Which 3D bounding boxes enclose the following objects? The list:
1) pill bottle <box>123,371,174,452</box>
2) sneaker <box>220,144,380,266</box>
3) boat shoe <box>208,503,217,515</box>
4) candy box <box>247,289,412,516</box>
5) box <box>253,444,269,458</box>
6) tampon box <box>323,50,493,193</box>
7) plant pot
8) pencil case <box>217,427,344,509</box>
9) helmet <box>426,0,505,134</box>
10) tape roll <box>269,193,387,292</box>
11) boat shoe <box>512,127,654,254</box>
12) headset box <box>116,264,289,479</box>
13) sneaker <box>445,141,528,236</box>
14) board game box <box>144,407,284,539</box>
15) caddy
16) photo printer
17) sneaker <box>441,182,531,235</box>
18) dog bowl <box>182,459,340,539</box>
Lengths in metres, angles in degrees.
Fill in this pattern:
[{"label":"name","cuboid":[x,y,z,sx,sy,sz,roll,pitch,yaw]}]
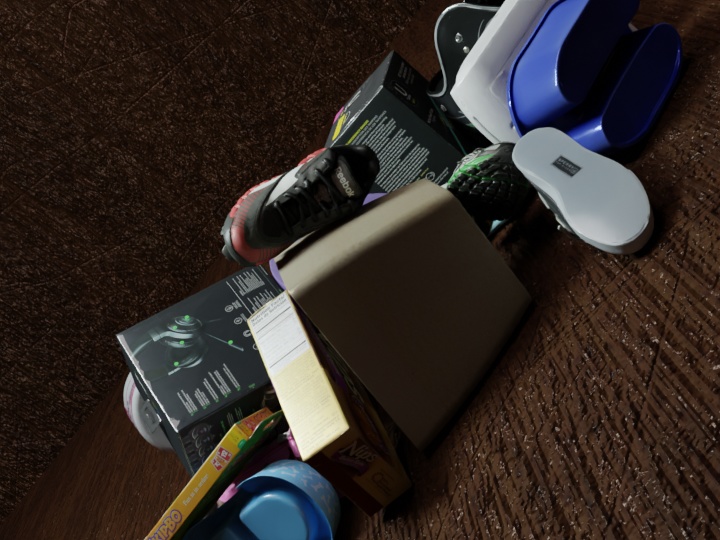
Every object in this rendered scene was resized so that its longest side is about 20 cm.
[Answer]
[{"label":"pill bottle","cuboid":[-0.235,0.158,1.482,0.114,0.113,0.200,-54,11,-10]},{"label":"sneaker","cuboid":[-0.054,-0.072,1.200,0.200,0.071,0.097,-37,12,-36]},{"label":"boat shoe","cuboid":[-0.182,0.295,1.483,0.072,0.075,0.200,-49,11,22]},{"label":"candy box","cuboid":[-0.032,0.123,1.133,0.056,0.117,0.201,-36,41,8]},{"label":"box","cuboid":[-0.096,0.149,1.504,0.201,0.104,0.182,-54,11,-9]},{"label":"tampon box","cuboid":[0.069,-0.152,1.531,0.126,0.199,0.150,-45,13,24]},{"label":"plant pot","cuboid":[0.048,0.021,1.175,0.177,0.200,0.200,-40,13,0]},{"label":"pencil case","cuboid":[-0.081,0.222,1.266,0.200,0.093,0.092,-43,32,41]},{"label":"helmet","cuboid":[0.177,-0.260,1.465,0.201,0.197,0.193,-68,-22,-53]},{"label":"tape roll","cuboid":[0.000,0.000,1.382,0.198,0.086,0.201,-12,33,8]},{"label":"boat shoe","cuboid":[0.206,-0.060,1.084,0.073,0.068,0.199,-41,36,-4]},{"label":"headset box","cuboid":[-0.149,0.111,1.306,0.199,0.093,0.174,-28,46,-18]},{"label":"sneaker","cuboid":[0.125,-0.098,1.248,0.200,0.077,0.086,134,154,-74]},{"label":"board game box","cuboid":[-0.150,0.214,1.207,0.200,0.030,0.095,-49,-8,12]},{"label":"caddy","cuboid":[0.231,-0.196,1.208,0.201,0.141,0.105,-56,16,-24]},{"label":"photo printer","cuboid":[0.203,-0.215,1.307,0.201,0.166,0.069,-56,6,-17]},{"label":"sneaker","cuboid":[0.115,-0.061,1.402,0.200,0.074,0.082,-40,12,45]},{"label":"dog bowl","cuboid":[-0.096,0.262,1.192,0.200,0.112,0.050,-44,1,32]}]
